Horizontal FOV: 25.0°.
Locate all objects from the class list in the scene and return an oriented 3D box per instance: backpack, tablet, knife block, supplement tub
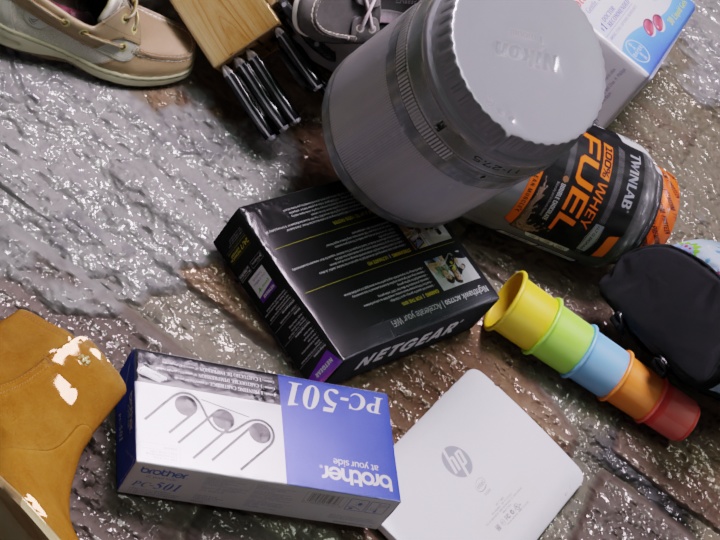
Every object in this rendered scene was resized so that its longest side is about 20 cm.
[{"bbox_3d":[0.333,0.053,1.435,0.200,0.154,0.163,39,6,-42],"label":"backpack"},{"bbox_3d":[0.087,0.166,1.254,0.130,0.014,0.200,44,41,6],"label":"tablet"},{"bbox_3d":[-0.115,-0.204,1.382,0.198,0.177,0.064,11,-1,11],"label":"knife block"},{"bbox_3d":[0.177,-0.078,1.452,0.199,0.123,0.123,20,45,-20],"label":"supplement tub"}]

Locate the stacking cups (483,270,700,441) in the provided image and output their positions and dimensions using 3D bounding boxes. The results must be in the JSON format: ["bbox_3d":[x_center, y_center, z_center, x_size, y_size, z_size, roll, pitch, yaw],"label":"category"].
[{"bbox_3d":[0.200,0.079,1.387,0.199,0.061,0.061,34,41,-13],"label":"stacking cups"}]

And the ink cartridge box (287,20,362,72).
[{"bbox_3d":[0.013,-0.269,1.527,0.146,0.086,0.201,29,44,-12],"label":"ink cartridge box"}]

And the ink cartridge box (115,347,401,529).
[{"bbox_3d":[-0.072,0.120,1.148,0.199,0.044,0.095,12,48,-24],"label":"ink cartridge box"}]

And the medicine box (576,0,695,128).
[{"bbox_3d":[0.217,-0.265,1.659,0.200,0.103,0.182,40,41,-1],"label":"medicine box"}]

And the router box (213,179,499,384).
[{"bbox_3d":[0.000,0.000,1.306,0.199,0.051,0.150,-18,67,-45],"label":"router box"}]

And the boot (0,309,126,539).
[{"bbox_3d":[-0.196,0.114,1.049,0.201,0.071,0.144,43,44,12],"label":"boot"}]

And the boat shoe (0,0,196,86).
[{"bbox_3d":[-0.213,-0.203,1.317,0.199,0.066,0.074,8,49,-37],"label":"boat shoe"}]

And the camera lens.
[{"bbox_3d":[0.075,-0.132,1.269,0.159,0.200,0.161,11,68,-29],"label":"camera lens"}]

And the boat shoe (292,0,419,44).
[{"bbox_3d":[0.022,-0.222,1.357,0.057,0.067,0.199,17,18,32],"label":"boat shoe"}]
